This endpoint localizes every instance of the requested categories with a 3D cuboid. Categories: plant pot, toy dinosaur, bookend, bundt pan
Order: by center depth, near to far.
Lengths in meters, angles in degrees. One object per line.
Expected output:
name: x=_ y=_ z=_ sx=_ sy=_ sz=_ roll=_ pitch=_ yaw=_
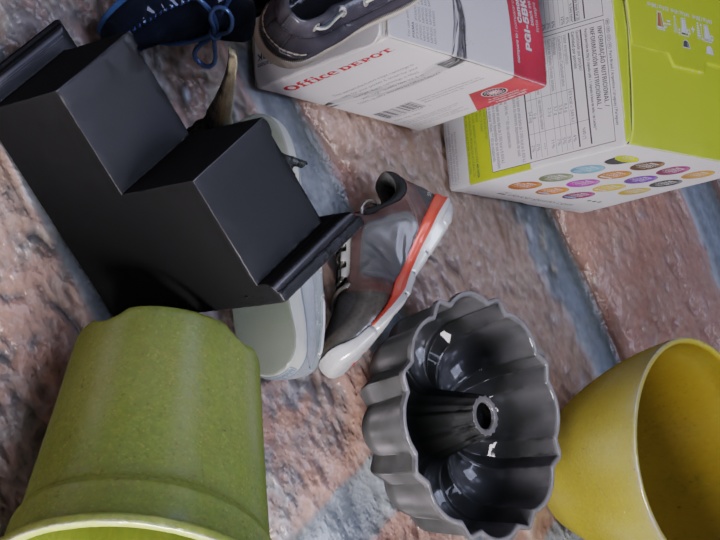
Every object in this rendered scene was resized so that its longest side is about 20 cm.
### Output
plant pot: x=-0.138 y=0.134 z=1.361 sx=0.200 sy=0.199 sz=0.186 roll=36 pitch=43 yaw=-36
bookend: x=-0.133 y=-0.077 z=1.385 sx=0.092 sy=0.198 sz=0.201 roll=-44 pitch=113 yaw=-34
toy dinosaur: x=-0.089 y=-0.083 z=1.455 sx=0.088 sy=0.200 sz=0.047 roll=46 pitch=66 yaw=2
bundt pan: x=0.073 y=0.122 z=1.663 sx=0.201 sy=0.075 sz=0.204 roll=16 pitch=68 yaw=-46
plant pot: x=0.238 y=0.169 z=1.787 sx=0.199 sy=0.141 sz=0.202 roll=16 pitch=68 yaw=-45

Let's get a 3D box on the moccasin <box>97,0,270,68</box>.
moccasin: x=-0.094 y=-0.201 z=1.507 sx=0.199 sy=0.081 sz=0.069 roll=-28 pitch=82 yaw=-15

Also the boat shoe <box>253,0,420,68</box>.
boat shoe: x=0.008 y=-0.220 z=1.491 sx=0.200 sy=0.063 sz=0.073 roll=-40 pitch=85 yaw=-24

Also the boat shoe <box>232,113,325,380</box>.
boat shoe: x=-0.065 y=-0.015 z=1.563 sx=0.071 sy=0.069 sz=0.203 roll=18 pitch=64 yaw=-65

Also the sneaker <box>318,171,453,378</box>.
sneaker: x=0.000 y=0.000 z=1.637 sx=0.082 sy=0.077 sz=0.201 roll=35 pitch=50 yaw=-4

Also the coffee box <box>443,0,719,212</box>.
coffee box: x=0.202 y=-0.174 z=1.793 sx=0.199 sy=0.197 sz=0.202 roll=5 pitch=76 yaw=-47

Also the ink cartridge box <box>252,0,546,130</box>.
ink cartridge box: x=0.031 y=-0.184 z=1.642 sx=0.199 sy=0.146 sz=0.084 roll=11 pitch=70 yaw=-47
